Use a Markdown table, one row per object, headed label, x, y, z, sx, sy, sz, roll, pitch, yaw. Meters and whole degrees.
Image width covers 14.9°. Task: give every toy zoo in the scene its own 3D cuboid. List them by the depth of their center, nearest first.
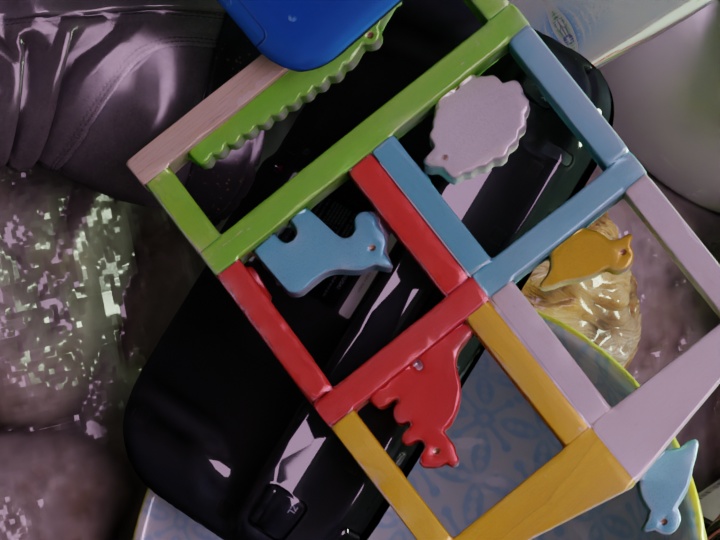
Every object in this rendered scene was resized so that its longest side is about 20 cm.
| label | x | y | z | sx | sy | sz | roll | pitch | yaw |
| --- | --- | --- | --- | --- | --- | --- | --- | --- | --- |
| toy zoo | 0.036 | 0.004 | 0.879 | 0.131 | 0.020 | 0.200 | -38 | 83 | -2 |

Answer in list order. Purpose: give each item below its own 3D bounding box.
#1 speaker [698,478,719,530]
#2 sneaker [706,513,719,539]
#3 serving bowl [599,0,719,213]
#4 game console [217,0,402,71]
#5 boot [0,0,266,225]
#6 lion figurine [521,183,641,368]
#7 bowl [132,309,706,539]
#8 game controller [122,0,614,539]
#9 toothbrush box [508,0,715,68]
| label | x | y | z | sx | sy | sz | roll | pitch | yaw |
| --- | --- | --- | --- | --- | --- | --- | --- | --- | --- |
| speaker | 0.212 | 0.083 | 1.093 | 0.199 | 0.081 | 0.082 | -30 | 102 | -28 |
| sneaker | 0.123 | 0.151 | 0.991 | 0.086 | 0.080 | 0.201 | -34 | 142 | -49 |
| serving bowl | 0.176 | -0.123 | 1.091 | 0.199 | 0.066 | 0.202 | 2 | 85 | -30 |
| game console | 0.009 | -0.193 | 0.878 | 0.171 | 0.200 | 0.118 | 50 | 22 | -1 |
| boot | -0.088 | -0.121 | 0.940 | 0.131 | 0.070 | 0.201 | 14 | 72 | -18 |
| lion figurine | 0.047 | -0.053 | 1.010 | 0.122 | 0.072 | 0.201 | 1 | 84 | -33 |
| bowl | 0.030 | 0.116 | 0.956 | 0.108 | 0.199 | 0.201 | 43 | 60 | -67 |
| game controller | 0.000 | 0.000 | 0.924 | 0.201 | 0.104 | 0.042 | -58 | 143 | -4 |
| toothbrush box | 0.076 | -0.183 | 0.959 | 0.086 | 0.145 | 0.201 | -29 | 90 | -44 |
